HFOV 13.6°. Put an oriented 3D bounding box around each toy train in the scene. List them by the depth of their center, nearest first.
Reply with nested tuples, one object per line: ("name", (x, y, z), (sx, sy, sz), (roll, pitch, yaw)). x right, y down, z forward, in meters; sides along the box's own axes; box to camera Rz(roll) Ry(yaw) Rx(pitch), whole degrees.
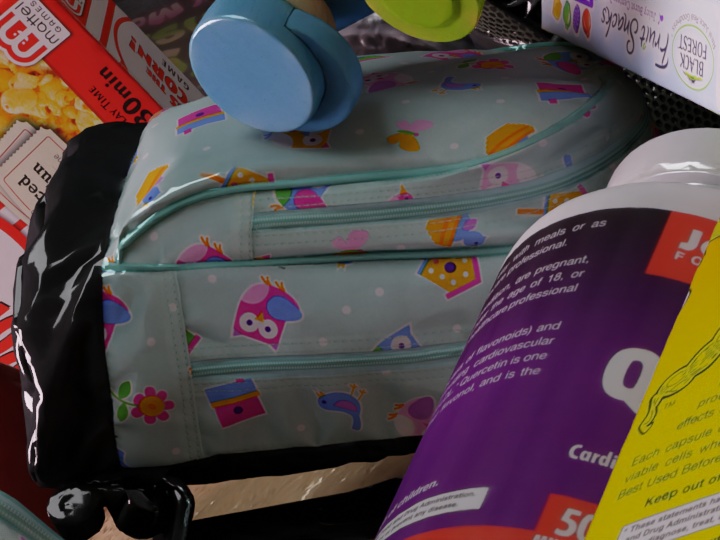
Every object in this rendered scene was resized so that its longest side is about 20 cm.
("toy train", (0.037, -0.112, 0.843), (0.200, 0.085, 0.116), (-22, 30, 46))

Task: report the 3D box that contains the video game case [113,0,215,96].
("video game case", (-0.110, -0.087, 1.209), (0.199, 0.182, 0.023), (-24, 63, -8))

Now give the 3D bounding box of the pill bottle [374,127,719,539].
("pill bottle", (0.071, 0.056, 0.781), (0.112, 0.112, 0.200), (-24, 28, 42))

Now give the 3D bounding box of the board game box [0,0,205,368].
("board game box", (-0.142, -0.009, 1.152), (0.200, 0.152, 0.046), (-38, 21, 20))

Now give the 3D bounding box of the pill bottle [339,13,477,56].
("pill bottle", (0.032, -0.085, 1.129), (0.112, 0.112, 0.200), (-26, 27, 40))

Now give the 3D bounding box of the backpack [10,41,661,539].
("backpack", (0.000, 0.000, 0.933), (0.199, 0.127, 0.167), (-5, 27, 8))

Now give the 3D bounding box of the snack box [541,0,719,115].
("snack box", (0.149, -0.080, 0.876), (0.141, 0.053, 0.200), (-2, 14, -15))

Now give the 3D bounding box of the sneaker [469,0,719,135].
("sneaker", (0.055, -0.100, 0.995), (0.076, 0.200, 0.114), (-41, -22, 8))

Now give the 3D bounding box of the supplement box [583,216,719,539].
("supplement box", (0.129, 0.058, 0.673), (0.109, 0.109, 0.200), (-24, 28, 43))

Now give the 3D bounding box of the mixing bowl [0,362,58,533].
("mixing bowl", (-0.177, 0.131, 1.045), (0.200, 0.200, 0.109), (-37, 60, 18))

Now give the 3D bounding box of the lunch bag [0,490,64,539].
("lunch bag", (-0.140, 0.151, 0.919), (0.200, 0.160, 0.077), (-35, 27, 27))
